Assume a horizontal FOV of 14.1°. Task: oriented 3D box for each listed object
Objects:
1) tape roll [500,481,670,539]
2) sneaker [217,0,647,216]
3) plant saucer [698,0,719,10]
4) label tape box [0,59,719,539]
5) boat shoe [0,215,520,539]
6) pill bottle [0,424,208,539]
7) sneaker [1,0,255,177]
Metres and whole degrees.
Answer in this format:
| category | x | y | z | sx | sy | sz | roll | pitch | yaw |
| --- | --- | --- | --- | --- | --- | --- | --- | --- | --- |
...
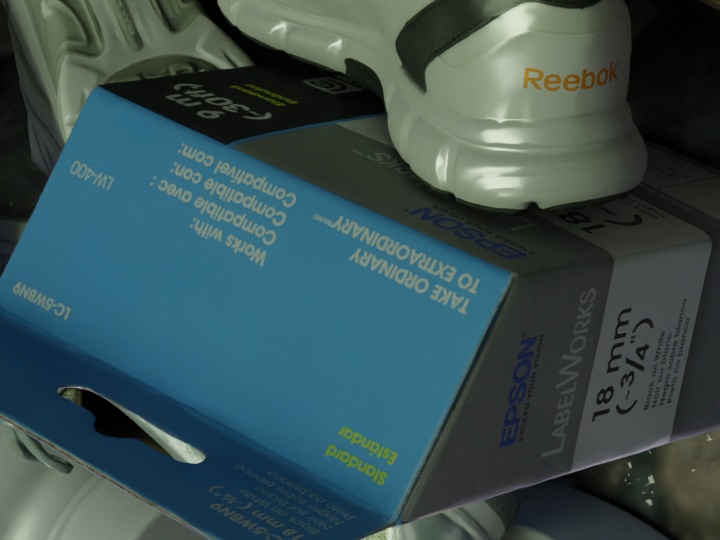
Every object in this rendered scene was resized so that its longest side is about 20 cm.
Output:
| category | x | y | z | sx | sy | sz | roll | pitch | yaw |
| --- | --- | --- | --- | --- | --- | --- | --- | --- | --- |
| tape roll | 0.048 | 0.161 | 0.850 | 0.202 | 0.037 | 0.203 | 12 | 109 | 40 |
| sneaker | 0.018 | -0.085 | 0.759 | 0.200 | 0.074 | 0.080 | 40 | 134 | 55 |
| plant saucer | 0.113 | -0.150 | 0.682 | 0.200 | 0.029 | 0.201 | 8 | 109 | 24 |
| label tape box | 0.000 | 0.000 | 0.737 | 0.144 | 0.200 | 0.063 | 25 | 114 | 35 |
| boat shoe | -0.054 | 0.043 | 0.817 | 0.202 | 0.065 | 0.074 | 25 | 163 | 20 |
| pill bottle | -0.127 | 0.064 | 0.930 | 0.200 | 0.112 | 0.112 | 27 | 118 | 35 |
| sneaker | -0.083 | -0.079 | 0.881 | 0.099 | 0.078 | 0.201 | 126 | 132 | -66 |
